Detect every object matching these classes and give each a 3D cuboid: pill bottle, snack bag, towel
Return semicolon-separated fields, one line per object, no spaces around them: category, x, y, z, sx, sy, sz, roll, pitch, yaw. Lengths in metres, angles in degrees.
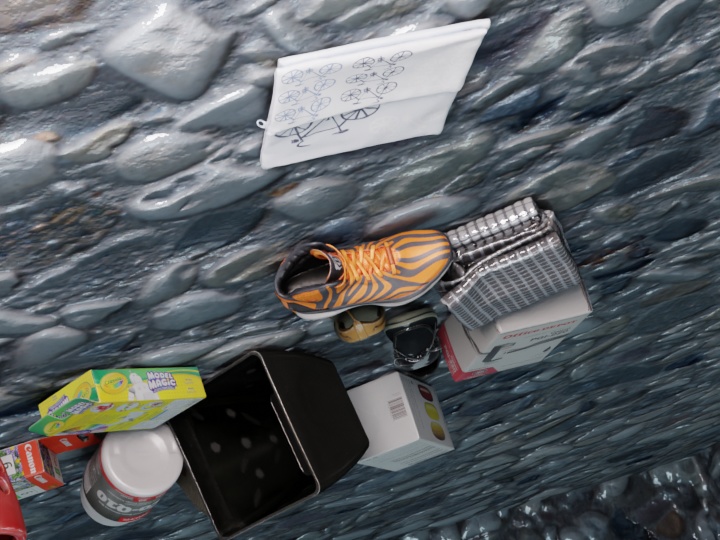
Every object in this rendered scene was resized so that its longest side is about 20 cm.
pill bottle;-0.326;0.287;2.013;0.114;0.114;0.200;-9;159;-26
snack bag;0.004;-0.144;1.239;0.188;0.021;0.200;-14;161;-16
towel;0.170;-0.002;1.710;0.165;0.086;0.200;-23;161;11

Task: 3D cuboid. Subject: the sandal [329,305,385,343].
sandal;-0.004;0.065;1.781;0.082;0.055;0.200;-17;162;-5

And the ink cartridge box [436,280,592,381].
ink cartridge box;0.206;0.069;1.955;0.146;0.085;0.200;-12;159;-19

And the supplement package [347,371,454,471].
supplement package;0.056;0.239;2.250;0.109;0.114;0.200;-22;163;14

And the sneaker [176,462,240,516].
sneaker;-0.205;0.276;2.044;0.106;0.200;0.075;-13;123;-37

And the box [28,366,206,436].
box;-0.305;0.163;1.785;0.117;0.048;0.200;-32;160;35

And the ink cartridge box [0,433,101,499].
ink cartridge box;-0.451;0.270;1.944;0.200;0.050;0.109;-17;162;-3

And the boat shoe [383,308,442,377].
boat shoe;0.076;0.099;1.948;0.075;0.062;0.200;-17;160;1

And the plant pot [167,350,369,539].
plant pot;-0.109;0.220;1.935;0.200;0.200;0.177;-32;168;34

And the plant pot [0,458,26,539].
plant pot;-0.494;0.247;1.622;0.200;0.183;0.200;-16;162;-5

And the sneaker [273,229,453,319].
sneaker;0.000;0.000;1.561;0.200;0.078;0.112;-21;163;8
